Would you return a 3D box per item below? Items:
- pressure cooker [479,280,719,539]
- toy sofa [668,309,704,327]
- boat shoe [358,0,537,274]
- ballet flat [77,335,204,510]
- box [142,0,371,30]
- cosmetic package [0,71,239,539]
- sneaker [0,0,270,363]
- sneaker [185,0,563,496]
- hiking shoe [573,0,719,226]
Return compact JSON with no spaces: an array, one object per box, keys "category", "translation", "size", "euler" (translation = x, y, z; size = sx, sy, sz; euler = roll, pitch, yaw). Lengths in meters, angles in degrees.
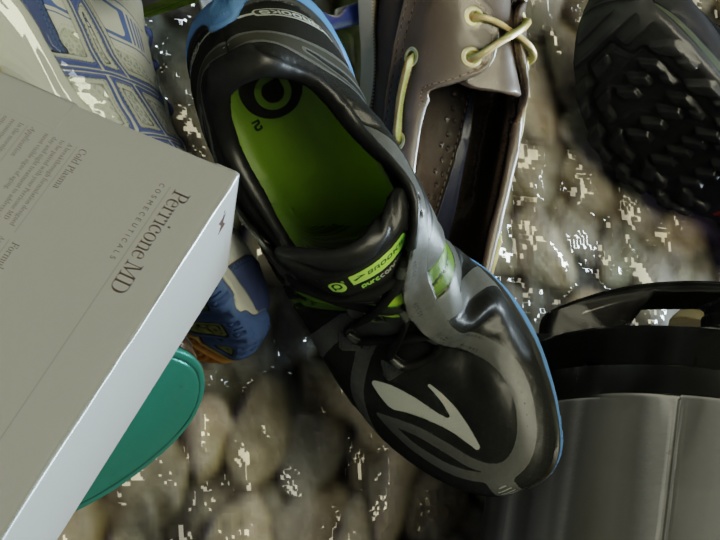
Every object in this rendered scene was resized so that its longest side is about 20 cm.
[{"category":"pressure cooker","translation":[0.131,0.102,0.940],"size":[0.175,0.178,0.201],"euler":[20,70,-33]},{"category":"toy sofa","translation":[0.227,0.040,1.019],"size":[0.083,0.199,0.098],"euler":[-34,109,-38]},{"category":"boat shoe","translation":[0.033,-0.068,0.919],"size":[0.072,0.059,0.201],"euler":[6,101,-46]},{"category":"ballet flat","translation":[-0.140,0.058,0.787],"size":[0.199,0.073,0.073],"euler":[-31,102,-35]},{"category":"box","translation":[-0.049,-0.180,0.924],"size":[0.121,0.048,0.201],"euler":[-19,95,-40]},{"category":"cosmetic package","translation":[-0.144,0.023,0.734],"size":[0.150,0.052,0.200],"euler":[22,51,12]},{"category":"sneaker","translation":[-0.087,-0.057,0.851],"size":[0.200,0.075,0.088],"euler":[50,52,-24]},{"category":"sneaker","translation":[0.000,0.000,0.852],"size":[0.200,0.070,0.083],"euler":[58,13,-17]},{"category":"hiking shoe","translation":[0.158,-0.072,1.074],"size":[0.200,0.075,0.101],"euler":[44,48,-37]}]
